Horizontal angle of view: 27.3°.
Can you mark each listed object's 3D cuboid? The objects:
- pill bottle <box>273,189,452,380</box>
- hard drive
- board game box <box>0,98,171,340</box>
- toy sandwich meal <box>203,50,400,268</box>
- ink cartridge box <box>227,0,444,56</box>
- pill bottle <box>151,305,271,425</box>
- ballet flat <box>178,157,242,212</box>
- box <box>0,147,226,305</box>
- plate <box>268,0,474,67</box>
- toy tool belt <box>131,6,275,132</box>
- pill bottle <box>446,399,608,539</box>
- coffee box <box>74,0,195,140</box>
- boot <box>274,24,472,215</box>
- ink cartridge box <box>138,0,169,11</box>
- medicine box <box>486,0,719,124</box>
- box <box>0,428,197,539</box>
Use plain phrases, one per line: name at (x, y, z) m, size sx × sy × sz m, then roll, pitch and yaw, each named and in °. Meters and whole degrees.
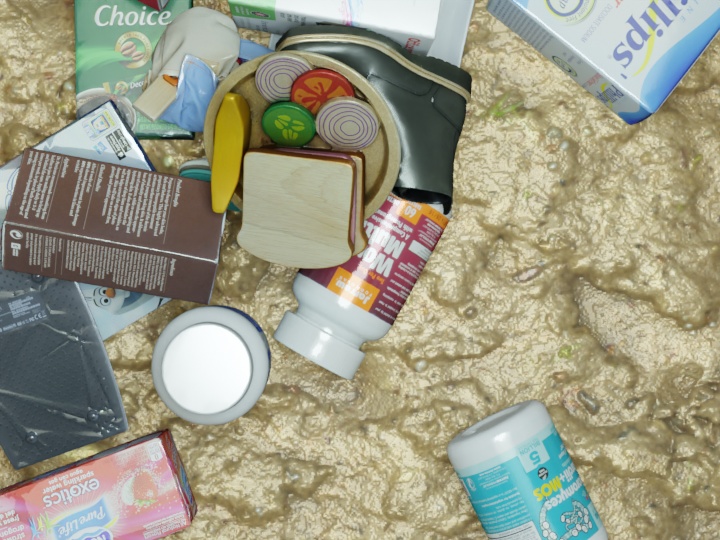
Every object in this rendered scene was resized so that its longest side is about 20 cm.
pill bottle at (0.000, 0.000, 1.472) m, size 0.109 × 0.110 × 0.201 m, roll 29°, pitch 88°, yaw -1°
hard drive at (-0.316, 0.081, 1.452) m, size 0.134 × 0.042 × 0.201 m, roll -20°, pitch 102°, yaw 0°
board game box at (-0.279, -0.033, 1.476) m, size 0.198 × 0.043 × 0.201 m, roll -31°, pitch 101°, yaw 1°
toy sandwich meal at (-0.058, -0.098, 1.342) m, size 0.204 × 0.070 × 0.206 m, roll 5°, pitch 121°, yaw 8°
ink cartridge box at (-0.020, -0.267, 1.426) m, size 0.199 × 0.145 × 0.085 m, roll 10°, pitch 89°, yaw -2°
pill bottle at (-0.142, 0.090, 1.421) m, size 0.111 × 0.200 × 0.113 m, roll 0°, pitch 89°, yaw -2°
ballet flat at (-0.089, -0.090, 1.474) m, size 0.199 × 0.069 × 0.070 m, roll 12°, pitch 89°, yaw 32°
box at (-0.229, -0.042, 1.398) m, size 0.199 × 0.075 × 0.101 m, roll 10°, pitch 49°, yaw -6°
plate at (0.005, -0.226, 1.514) m, size 0.199 × 0.032 × 0.201 m, roll 11°, pitch 88°, yaw -1°
toy tool belt at (-0.114, -0.158, 1.428) m, size 0.199 × 0.125 × 0.123 m, roll 19°, pitch 47°, yaw -11°
pill bottle at (0.174, 0.239, 1.474) m, size 0.110 × 0.111 × 0.201 m, roll -27°, pitch 91°, yaw -2°
coffee box at (-0.229, -0.233, 1.501) m, size 0.122 × 0.044 × 0.202 m, roll 0°, pitch 89°, yaw -2°
boot at (0.012, -0.141, 1.386) m, size 0.199 × 0.077 × 0.139 m, roll 12°, pitch 72°, yaw -19°
ink cartridge box at (-0.248, -0.368, 1.451) m, size 0.199 × 0.083 × 0.146 m, roll 26°, pitch 71°, yaw 8°
medicine box at (0.261, -0.281, 1.488) m, size 0.200 × 0.103 × 0.183 m, roll 38°, pitch 88°, yaw 0°
box at (-0.270, 0.236, 1.466) m, size 0.199 × 0.100 × 0.096 m, roll -20°, pitch 90°, yaw -2°
